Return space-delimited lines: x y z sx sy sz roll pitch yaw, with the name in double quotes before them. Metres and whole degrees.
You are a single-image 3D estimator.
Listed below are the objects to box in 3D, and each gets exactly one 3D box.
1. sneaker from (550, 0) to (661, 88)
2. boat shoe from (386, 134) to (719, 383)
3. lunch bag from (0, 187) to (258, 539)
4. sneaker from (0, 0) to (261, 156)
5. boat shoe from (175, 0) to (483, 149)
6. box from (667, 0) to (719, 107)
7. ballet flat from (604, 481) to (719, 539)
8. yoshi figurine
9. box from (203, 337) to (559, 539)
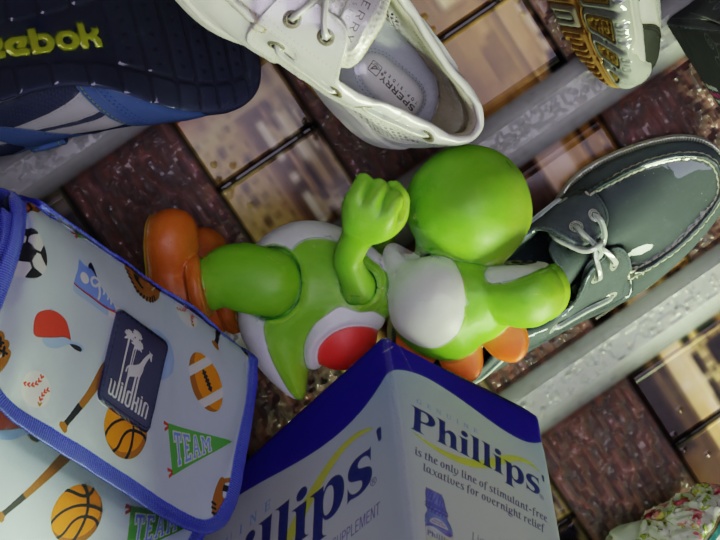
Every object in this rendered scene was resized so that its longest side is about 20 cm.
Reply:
"sneaker" 0.131 -0.191 1.062 0.087 0.076 0.201 -22 112 -22
"boat shoe" 0.107 -0.001 1.094 0.200 0.062 0.073 -30 103 -1
"lunch bag" -0.151 0.084 0.954 0.170 0.124 0.200 38 81 -40
"sneaker" -0.146 -0.097 1.047 0.199 0.082 0.074 -4 73 -24
"boat shoe" -0.013 -0.118 0.966 0.200 0.069 0.071 34 79 -39
"box" 0.266 -0.076 1.080 0.122 0.106 0.200 -36 101 -1
"ballet flat" 0.122 0.187 1.124 0.064 0.076 0.200 31 91 5
"yoshi figurine" 0.001 -0.015 1.039 0.199 0.113 0.112 0 131 12
"box" 0.000 0.170 0.999 0.105 0.200 0.184 28 126 -29
